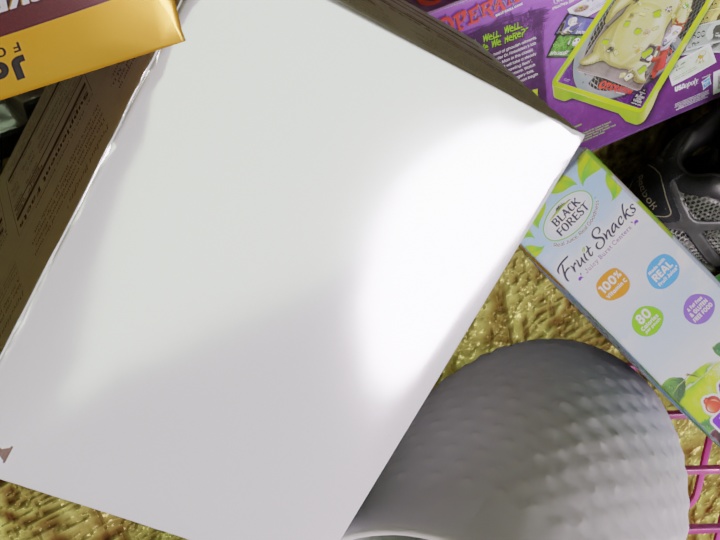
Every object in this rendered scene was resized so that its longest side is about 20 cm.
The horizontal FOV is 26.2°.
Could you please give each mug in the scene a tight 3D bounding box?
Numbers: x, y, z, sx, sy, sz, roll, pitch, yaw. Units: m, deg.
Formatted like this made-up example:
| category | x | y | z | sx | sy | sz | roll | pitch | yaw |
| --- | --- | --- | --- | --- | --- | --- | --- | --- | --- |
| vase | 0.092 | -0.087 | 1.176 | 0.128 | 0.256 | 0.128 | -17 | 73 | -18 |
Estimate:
| category | x | y | z | sx | sy | sz | roll | pitch | yaw |
| --- | --- | --- | --- | --- | --- | --- | --- | --- | --- |
| mug | 0.053 | 0.127 | 0.687 | 0.148 | 0.175 | 0.200 | 46 | 131 | -6 |

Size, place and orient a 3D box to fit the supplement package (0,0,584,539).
| category | x | y | z | sx | sy | sz | roll | pitch | yaw |
| --- | --- | --- | --- | --- | --- | --- | --- | --- | --- |
| supplement package | -0.045 | -0.014 | 0.573 | 0.155 | 0.111 | 0.201 | 24 | 106 | -26 |

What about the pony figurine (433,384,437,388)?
| category | x | y | z | sx | sy | sz | roll | pitch | yaw |
| --- | --- | --- | --- | --- | --- | --- | --- | --- | --- |
| pony figurine | -0.005 | 0.154 | 0.832 | 0.192 | 0.167 | 0.201 | -18 | 107 | 14 |

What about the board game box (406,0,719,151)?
| category | x | y | z | sx | sy | sz | roll | pitch | yaw |
| --- | --- | --- | --- | --- | --- | --- | --- | --- | --- |
| board game box | 0.117 | -0.118 | 0.804 | 0.199 | 0.032 | 0.121 | -23 | 134 | -18 |

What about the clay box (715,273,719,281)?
| category | x | y | z | sx | sy | sz | roll | pitch | yaw |
| --- | --- | --- | --- | --- | --- | --- | --- | --- | --- |
| clay box | 0.273 | 0.078 | 0.862 | 0.114 | 0.048 | 0.201 | -30 | 101 | 18 |

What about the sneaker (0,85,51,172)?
| category | x | y | z | sx | sy | sz | roll | pitch | yaw |
| --- | --- | --- | --- | --- | --- | --- | --- | --- | --- |
| sneaker | -0.081 | -0.112 | 0.639 | 0.199 | 0.089 | 0.074 | -16 | 160 | -17 |

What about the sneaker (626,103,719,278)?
| category | x | y | z | sx | sy | sz | roll | pitch | yaw |
| --- | --- | --- | --- | --- | --- | --- | --- | --- | --- |
| sneaker | 0.241 | -0.042 | 0.887 | 0.198 | 0.077 | 0.114 | 6 | 141 | -30 |

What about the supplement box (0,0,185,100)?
| category | x | y | z | sx | sy | sz | roll | pitch | yaw |
| --- | --- | --- | --- | --- | --- | --- | --- | --- | --- |
| supplement box | -0.156 | -0.178 | 0.461 | 0.132 | 0.198 | 0.201 | -19 | 130 | -6 |

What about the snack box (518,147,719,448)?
| category | x | y | z | sx | sy | sz | roll | pitch | yaw |
| --- | --- | --- | --- | --- | --- | --- | --- | --- | --- |
| snack box | 0.127 | 0.007 | 0.715 | 0.142 | 0.200 | 0.053 | 44 | 95 | -2 |

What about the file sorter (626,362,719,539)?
| category | x | y | z | sx | sy | sz | roll | pitch | yaw |
| --- | --- | --- | --- | --- | --- | --- | --- | --- | --- |
| file sorter | 0.169 | 0.161 | 0.892 | 0.124 | 0.201 | 0.140 | -2 | 125 | -4 |
